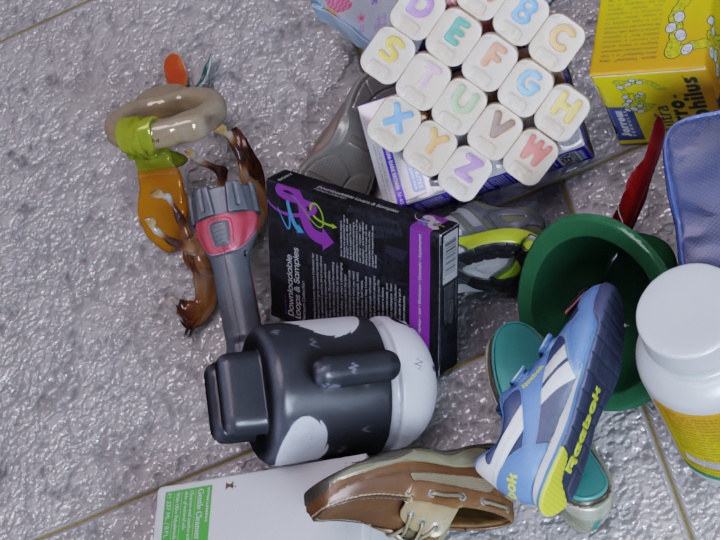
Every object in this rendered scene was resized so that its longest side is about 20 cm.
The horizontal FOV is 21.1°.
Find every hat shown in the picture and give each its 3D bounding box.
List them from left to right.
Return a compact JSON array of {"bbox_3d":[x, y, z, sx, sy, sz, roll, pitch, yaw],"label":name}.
[{"bbox_3d":[0.253,0.004,1.686,0.165,0.201,0.176,31,34,29],"label":"hat"}]

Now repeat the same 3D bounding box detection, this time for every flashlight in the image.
[{"bbox_3d":[-0.112,0.020,1.793,0.068,0.067,0.201,-27,73,58],"label":"flashlight"}]

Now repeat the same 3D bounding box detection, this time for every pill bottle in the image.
[{"bbox_3d":[0.281,0.080,1.523,0.112,0.200,0.113,-12,54,17],"label":"pill bottle"}]

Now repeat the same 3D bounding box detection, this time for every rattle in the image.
[{"bbox_3d":[-0.183,-0.131,1.992,0.130,0.143,0.200,-27,18,7],"label":"rattle"}]

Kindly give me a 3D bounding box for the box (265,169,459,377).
[{"bbox_3d":[0.000,0.000,1.751,0.199,0.144,0.036,19,33,32],"label":"box"}]

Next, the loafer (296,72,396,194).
[{"bbox_3d":[-0.021,-0.103,1.883,0.201,0.072,0.063,-62,14,-21],"label":"loafer"}]

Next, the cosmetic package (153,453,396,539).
[{"bbox_3d":[-0.072,0.235,1.661,0.199,0.085,0.108,-13,53,18],"label":"cosmetic package"}]

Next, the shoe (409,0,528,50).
[{"bbox_3d":[0.108,-0.228,1.814,0.091,0.200,0.072,-32,64,12],"label":"shoe"}]

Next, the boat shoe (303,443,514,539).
[{"bbox_3d":[0.050,0.190,1.584,0.076,0.199,0.074,-43,58,50],"label":"boat shoe"}]

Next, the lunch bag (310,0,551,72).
[{"bbox_3d":[0.067,-0.283,1.914,0.200,0.127,0.169,-40,53,-17],"label":"lunch bag"}]

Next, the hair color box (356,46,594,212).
[{"bbox_3d":[0.107,-0.130,1.809,0.199,0.065,0.110,-18,78,12],"label":"hair color box"}]

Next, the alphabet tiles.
[{"bbox_3d":[0.103,-0.168,1.737,0.196,0.200,0.015,-54,4,18],"label":"alphabet tiles"}]

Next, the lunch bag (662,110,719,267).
[{"bbox_3d":[0.334,-0.041,1.622,0.135,0.132,0.201,-10,60,14],"label":"lunch bag"}]

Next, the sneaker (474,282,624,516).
[{"bbox_3d":[0.156,0.096,1.567,0.082,0.074,0.201,13,69,32],"label":"sneaker"}]

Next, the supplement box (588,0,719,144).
[{"bbox_3d":[0.288,-0.231,1.785,0.109,0.109,0.201,-2,59,24],"label":"supplement box"}]

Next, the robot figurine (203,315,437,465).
[{"bbox_3d":[-0.032,0.101,1.671,0.199,0.125,0.150,-4,27,-19],"label":"robot figurine"}]

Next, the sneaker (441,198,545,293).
[{"bbox_3d":[0.083,-0.021,1.777,0.199,0.074,0.081,-2,41,23],"label":"sneaker"}]

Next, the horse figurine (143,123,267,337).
[{"bbox_3d":[-0.141,-0.052,1.873,0.050,0.133,0.200,-4,42,43],"label":"horse figurine"}]

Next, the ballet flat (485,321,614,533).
[{"bbox_3d":[0.154,0.135,1.631,0.067,0.062,0.201,-15,54,-8],"label":"ballet flat"}]
